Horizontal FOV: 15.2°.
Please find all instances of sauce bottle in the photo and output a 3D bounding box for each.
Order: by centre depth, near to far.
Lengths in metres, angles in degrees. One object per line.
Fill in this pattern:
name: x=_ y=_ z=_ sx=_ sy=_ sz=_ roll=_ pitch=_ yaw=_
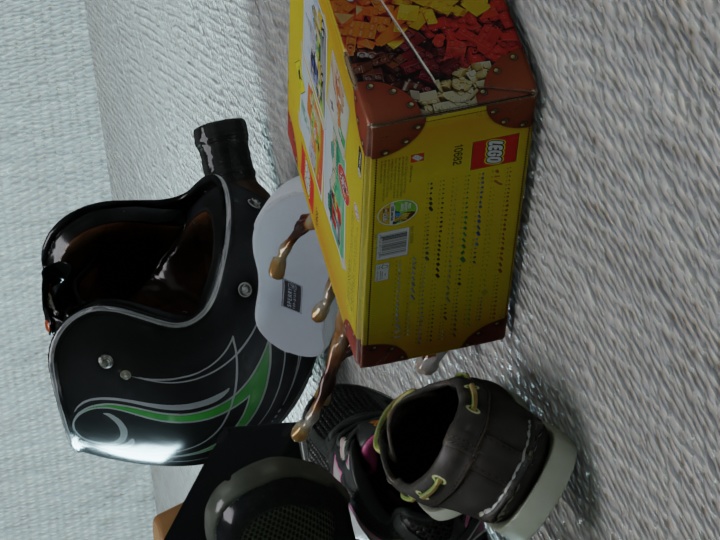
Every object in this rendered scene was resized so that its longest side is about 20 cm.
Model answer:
sauce bottle: x=-0.085 y=-0.012 z=1.995 sx=0.065 sy=0.065 sz=0.200 roll=126 pitch=131 yaw=-78

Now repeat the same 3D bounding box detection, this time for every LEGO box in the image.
LEGO box: x=0.019 y=-0.073 z=1.249 sx=0.200 sy=0.077 sz=0.149 roll=93 pitch=163 yaw=-57

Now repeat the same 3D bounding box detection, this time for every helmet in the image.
helmet: x=-0.120 y=0.037 z=1.870 sx=0.200 sy=0.190 sz=0.200 roll=170 pitch=90 yaw=-87

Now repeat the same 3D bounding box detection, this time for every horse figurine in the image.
horse figurine: x=0.000 y=0.000 z=1.458 sx=0.133 sy=0.050 sz=0.200 roll=-54 pitch=27 yaw=34

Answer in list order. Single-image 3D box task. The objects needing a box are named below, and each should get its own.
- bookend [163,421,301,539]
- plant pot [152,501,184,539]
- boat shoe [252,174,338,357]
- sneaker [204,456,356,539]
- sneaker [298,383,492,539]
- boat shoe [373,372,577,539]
bookend: x=-0.042 y=0.237 z=1.782 sx=0.092 sy=0.199 sz=0.200 roll=-8 pitch=49 yaw=53
plant pot: x=-0.070 y=0.232 z=1.958 sx=0.200 sy=0.140 sz=0.200 roll=168 pitch=90 yaw=-81
boat shoe: x=-0.028 y=-0.015 z=1.657 sx=0.200 sy=0.069 sz=0.057 roll=107 pitch=-171 yaw=-61
sneaker: x=-0.016 y=0.178 z=1.368 sx=0.114 sy=0.076 sz=0.200 roll=57 pitch=170 yaw=40
sneaker: x=0.020 y=0.104 z=1.431 sx=0.200 sy=0.080 sz=0.086 roll=44 pitch=160 yaw=54
boat shoe: x=0.042 y=0.079 z=1.267 sx=0.072 sy=0.061 sz=0.201 roll=-62 pitch=13 yaw=-5
